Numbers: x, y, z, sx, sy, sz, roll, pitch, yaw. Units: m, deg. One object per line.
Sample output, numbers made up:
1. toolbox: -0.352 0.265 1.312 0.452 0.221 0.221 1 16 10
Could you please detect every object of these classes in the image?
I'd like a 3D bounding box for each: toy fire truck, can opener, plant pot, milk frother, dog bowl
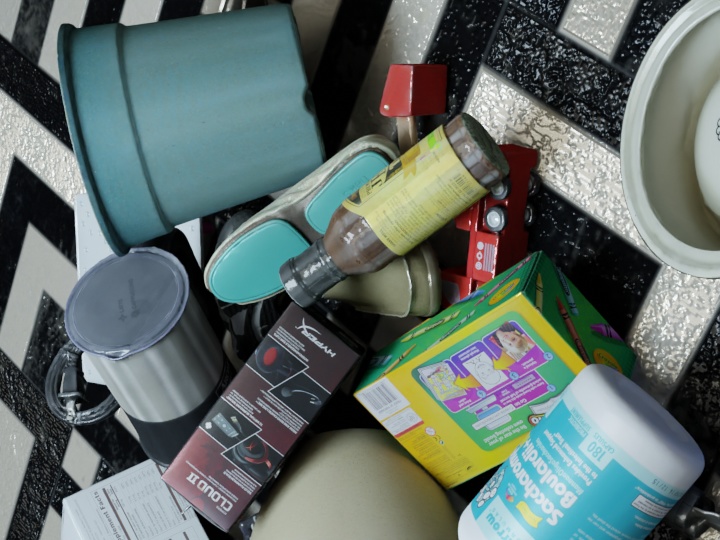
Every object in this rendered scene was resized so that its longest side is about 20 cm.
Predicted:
1. toy fire truck: 0.077 -0.063 1.154 0.140 0.048 0.203 16 107 40
2. can opener: 0.249 0.161 1.040 0.199 0.053 0.067 28 81 37
3. plant pot: -0.135 -0.133 1.191 0.193 0.200 0.203 -13 86 -1
4. plant pot: -0.004 0.211 1.184 0.199 0.199 0.136 -23 61 41
5. milk frother: -0.224 0.074 1.285 0.197 0.189 0.182 -19 48 2
6. dog bowl: 0.267 -0.090 0.930 0.199 0.073 0.203 -18 68 54

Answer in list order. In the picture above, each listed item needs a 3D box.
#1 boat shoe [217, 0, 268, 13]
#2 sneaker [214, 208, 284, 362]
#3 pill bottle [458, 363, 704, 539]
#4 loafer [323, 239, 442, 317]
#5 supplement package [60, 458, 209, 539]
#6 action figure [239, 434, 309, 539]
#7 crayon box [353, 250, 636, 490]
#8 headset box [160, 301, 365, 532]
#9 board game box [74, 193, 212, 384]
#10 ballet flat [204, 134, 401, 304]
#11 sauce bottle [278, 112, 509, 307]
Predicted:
1. boat shoe: -0.107 -0.177 1.299 0.056 0.067 0.202 24 117 20
2. sneaker: -0.109 0.004 1.270 0.201 0.073 0.081 95 151 -56
3. pill bottle: 0.145 0.174 1.003 0.111 0.110 0.201 44 103 28
4. loafer: 0.000 0.000 1.186 0.199 0.067 0.077 18 119 59
5. supplement package: -0.216 0.305 1.375 0.157 0.110 0.201 58 154 21
6. action figure: -0.085 0.216 1.303 0.118 0.101 0.203 28 116 48
7. crayon box: 0.104 0.084 1.107 0.119 0.058 0.199 46 130 -13
8. headset box: -0.084 0.127 1.184 0.075 0.149 0.201 37 91 2
9. board game box: -0.222 0.022 1.448 0.198 0.026 0.203 4 98 42
10. ballet flat: -0.044 -0.042 1.163 0.199 0.063 0.068 -34 107 14
11. sauce bottle: 0.021 -0.042 1.093 0.199 0.065 0.065 -36 71 16
